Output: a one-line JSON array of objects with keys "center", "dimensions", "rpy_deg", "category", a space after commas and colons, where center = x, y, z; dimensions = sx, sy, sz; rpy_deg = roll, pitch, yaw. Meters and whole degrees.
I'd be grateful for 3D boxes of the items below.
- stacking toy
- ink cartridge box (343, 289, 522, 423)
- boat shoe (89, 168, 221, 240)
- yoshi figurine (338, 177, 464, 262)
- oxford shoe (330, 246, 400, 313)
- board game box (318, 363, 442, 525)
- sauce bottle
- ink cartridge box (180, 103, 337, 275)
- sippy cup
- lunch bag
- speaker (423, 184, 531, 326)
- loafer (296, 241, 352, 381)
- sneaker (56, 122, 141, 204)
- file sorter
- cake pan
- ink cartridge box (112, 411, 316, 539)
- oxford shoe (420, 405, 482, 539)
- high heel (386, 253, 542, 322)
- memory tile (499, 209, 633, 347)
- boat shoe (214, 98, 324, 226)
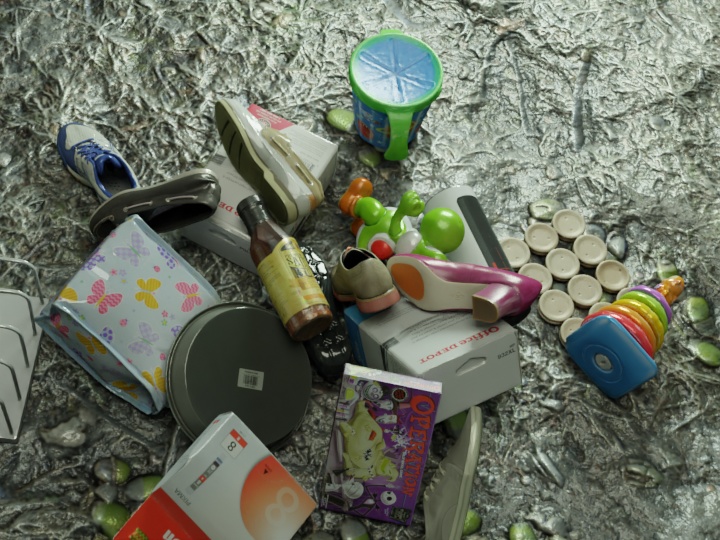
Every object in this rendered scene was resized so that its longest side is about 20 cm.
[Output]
[{"center": [0.375, 0.064, 1.713], "dimensions": [0.110, 0.116, 0.200], "rpy_deg": [48, 57, 3], "category": "stacking toy"}, {"center": [0.090, 0.095, 1.625], "dimensions": [0.144, 0.084, 0.200], "rpy_deg": [-22, 31, -19], "category": "ink cartridge box"}, {"center": [-0.272, -0.074, 1.677], "dimensions": [0.199, 0.067, 0.057], "rpy_deg": [-20, 52, 18], "category": "boat shoe"}, {"center": [0.068, -0.059, 1.719], "dimensions": [0.112, 0.113, 0.200], "rpy_deg": [-6, 29, -40], "category": "yoshi figurine"}, {"center": [0.000, 0.000, 1.666], "dimensions": [0.070, 0.200, 0.075], "rpy_deg": [-23, 103, -14], "category": "oxford shoe"}, {"center": [0.022, 0.211, 1.542], "dimensions": [0.119, 0.202, 0.032], "rpy_deg": [9, 28, -3], "category": "board game box"}, {"center": [-0.102, -0.008, 1.639], "dimensions": [0.066, 0.066, 0.201], "rpy_deg": [-21, 68, -18], "category": "sauce bottle"}, {"center": [-0.140, -0.109, 1.772], "dimensions": [0.145, 0.085, 0.201], "rpy_deg": [27, 59, 10], "category": "ink cartridge box"}, {"center": [0.044, -0.248, 1.848], "dimensions": [0.139, 0.131, 0.178], "rpy_deg": [30, 61, 11], "category": "sippy cup"}, {"center": [-0.282, 0.064, 1.630], "dimensions": [0.200, 0.127, 0.170], "rpy_deg": [42, 60, -11], "category": "lunch bag"}, {"center": [0.158, -0.014, 1.753], "dimensions": [0.081, 0.081, 0.201], "rpy_deg": [-16, 62, -15], "category": "speaker"}, {"center": [-0.064, 0.053, 1.692], "dimensions": [0.067, 0.071, 0.202], "rpy_deg": [-12, 59, -17], "category": "loafer"}, {"center": [-0.352, -0.146, 1.768], "dimensions": [0.075, 0.088, 0.200], "rpy_deg": [-34, 67, -21], "category": "sneaker"}, {"center": [-0.479, 0.090, 1.593], "dimensions": [0.137, 0.125, 0.202], "rpy_deg": [7, 58, -3], "category": "file sorter"}, {"center": [-0.145, 0.135, 1.605], "dimensions": [0.199, 0.037, 0.202], "rpy_deg": [7, 76, -27], "category": "cake pan"}, {"center": [-0.168, 0.292, 1.510], "dimensions": [0.162, 0.050, 0.200], "rpy_deg": [49, 58, -14], "category": "ink cartridge box"}, {"center": [0.108, 0.260, 1.551], "dimensions": [0.057, 0.075, 0.202], "rpy_deg": [14, 94, 9], "category": "oxford shoe"}, {"center": [0.128, 0.010, 1.611], "dimensions": [0.199, 0.068, 0.096], "rpy_deg": [15, 29, 43], "category": "high heel"}, {"center": [0.296, 0.012, 1.790], "dimensions": [0.152, 0.017, 0.201], "rpy_deg": [-27, 65, -20], "category": "memory tile"}, {"center": [-0.123, -0.151, 1.714], "dimensions": [0.068, 0.075, 0.201], "rpy_deg": [-26, 73, -26], "category": "boat shoe"}]
